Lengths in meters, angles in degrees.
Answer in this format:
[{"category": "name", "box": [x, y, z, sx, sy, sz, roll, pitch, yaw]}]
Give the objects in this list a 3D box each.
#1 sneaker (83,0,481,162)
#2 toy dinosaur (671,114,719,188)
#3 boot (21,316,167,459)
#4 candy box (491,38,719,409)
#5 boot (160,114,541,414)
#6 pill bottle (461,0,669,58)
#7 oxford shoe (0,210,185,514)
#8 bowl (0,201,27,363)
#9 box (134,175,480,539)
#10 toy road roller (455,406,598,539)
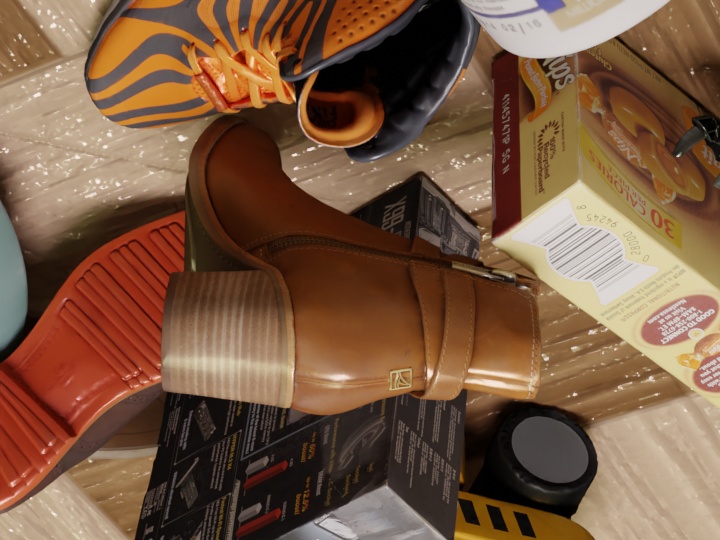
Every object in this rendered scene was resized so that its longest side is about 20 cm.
[{"category": "sneaker", "box": [-0.037, -0.089, 0.905, 0.200, 0.112, 0.078, -24, 129, 26]}, {"category": "toy dinosaur", "box": [0.195, -0.096, 0.912, 0.200, 0.102, 0.136, 18, 105, 4]}, {"category": "boot", "box": [-0.205, 0.088, 1.136, 0.200, 0.070, 0.146, 20, 136, -8]}, {"category": "candy box", "box": [0.144, -0.014, 0.967, 0.200, 0.116, 0.055, 35, 129, -28]}, {"category": "boot", "box": [0.000, 0.000, 0.935, 0.154, 0.200, 0.074, 3, 123, -1]}, {"category": "pill bottle", "box": [0.042, -0.186, 0.790, 0.120, 0.120, 0.200, -27, 121, 28]}, {"category": "oxford shoe", "box": [-0.122, 0.041, 1.044, 0.200, 0.071, 0.073, -38, 170, -9]}, {"category": "bowl", "box": [-0.264, 0.018, 0.997, 0.201, 0.105, 0.201, 6, 120, 12]}, {"category": "box", "box": [-0.025, 0.066, 1.003, 0.158, 0.200, 0.050, -29, 123, 29]}, {"category": "toy road roller", "box": [0.026, 0.146, 1.119, 0.200, 0.146, 0.123, 14, 135, -10]}]
